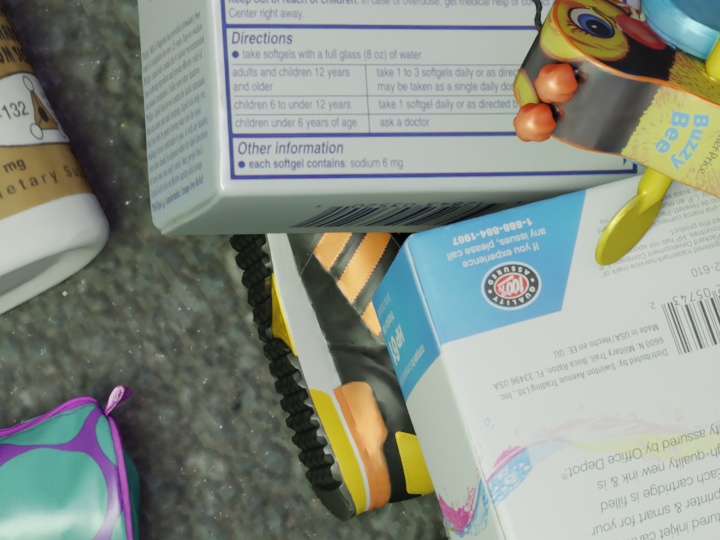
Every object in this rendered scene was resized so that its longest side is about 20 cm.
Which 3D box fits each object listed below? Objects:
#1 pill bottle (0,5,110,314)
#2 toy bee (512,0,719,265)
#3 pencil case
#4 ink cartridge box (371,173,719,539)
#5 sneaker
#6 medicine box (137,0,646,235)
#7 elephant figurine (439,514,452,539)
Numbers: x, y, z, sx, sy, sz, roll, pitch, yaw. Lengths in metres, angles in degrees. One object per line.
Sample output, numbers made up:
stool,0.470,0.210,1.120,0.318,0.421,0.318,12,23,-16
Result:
pill bottle,-0.196,-0.076,1.204,0.114,0.114,0.200,-27,85,-3
toy bee,0.098,-0.059,1.039,0.200,0.109,0.131,12,119,16
pencil case,-0.191,0.103,1.200,0.200,0.085,0.093,-5,85,-1
ink cartridge box,0.105,0.074,1.099,0.144,0.085,0.200,-14,75,-15
sneaker,0.000,0.000,1.226,0.090,0.070,0.200,-15,86,-14
medicine box,0.009,-0.120,1.157,0.182,0.103,0.200,-1,83,-20
elephant figurine,0.084,0.123,1.185,0.155,0.141,0.200,36,82,-27
